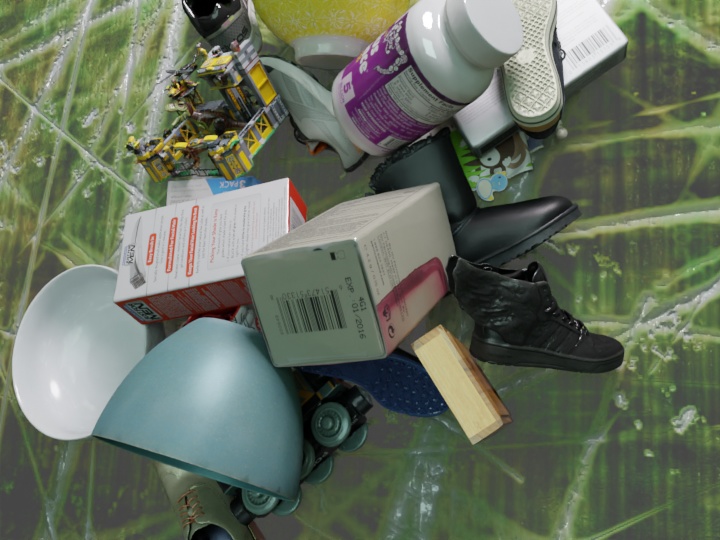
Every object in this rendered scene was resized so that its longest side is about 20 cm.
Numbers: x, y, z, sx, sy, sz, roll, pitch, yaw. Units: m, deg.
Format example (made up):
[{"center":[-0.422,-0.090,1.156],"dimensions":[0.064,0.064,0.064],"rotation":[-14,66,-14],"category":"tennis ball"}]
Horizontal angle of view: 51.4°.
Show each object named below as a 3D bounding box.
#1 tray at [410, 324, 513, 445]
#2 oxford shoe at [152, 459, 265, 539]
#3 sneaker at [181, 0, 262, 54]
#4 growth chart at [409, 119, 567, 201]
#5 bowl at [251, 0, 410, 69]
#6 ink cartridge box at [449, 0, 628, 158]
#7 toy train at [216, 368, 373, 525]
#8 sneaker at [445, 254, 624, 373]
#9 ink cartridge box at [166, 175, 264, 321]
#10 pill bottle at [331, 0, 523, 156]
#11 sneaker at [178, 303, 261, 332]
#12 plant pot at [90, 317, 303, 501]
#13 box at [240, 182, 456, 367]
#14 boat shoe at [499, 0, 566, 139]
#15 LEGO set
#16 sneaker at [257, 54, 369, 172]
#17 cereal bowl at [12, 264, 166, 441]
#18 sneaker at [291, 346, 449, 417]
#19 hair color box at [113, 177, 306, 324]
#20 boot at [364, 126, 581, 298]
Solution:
[{"center":[0.105,0.113,0.726],"dimensions":[0.037,0.200,0.099],"rotation":[-34,74,6],"category":"tray"},{"center":[-0.175,0.264,0.836],"dimensions":[0.071,0.074,0.200],"rotation":[-45,73,3],"category":"oxford shoe"},{"center":[-0.178,-0.338,0.921],"dimensions":[0.073,0.087,0.202],"rotation":[-29,54,13],"category":"sneaker"},{"center":[0.136,-0.154,0.864],"dimensions":[0.198,0.018,0.146],"rotation":[-29,75,8],"category":"growth chart"},{"center":[-0.034,-0.291,0.848],"dimensions":[0.197,0.200,0.110],"rotation":[1,93,14],"category":"bowl"},{"center":[0.166,-0.255,0.841],"dimensions":[0.199,0.044,0.175],"rotation":[-33,74,8],"category":"ink cartridge box"},{"center":[-0.080,0.184,0.826],"dimensions":[0.200,0.085,0.114],"rotation":[-44,64,3],"category":"toy train"},{"center":[0.179,0.042,0.752],"dimensions":[0.197,0.060,0.106],"rotation":[4,103,-8],"category":"sneaker"},{"center":[-0.170,-0.003,0.886],"dimensions":[0.113,0.068,0.203],"rotation":[-2,79,15],"category":"ink cartridge box"},{"center":[0.066,-0.207,0.768],"dimensions":[0.199,0.111,0.114],"rotation":[-28,70,47],"category":"pill bottle"},{"center":[-0.185,0.108,0.839],"dimensions":[0.200,0.068,0.108],"rotation":[-28,119,14],"category":"sneaker"},{"center":[-0.137,0.126,0.721],"dimensions":[0.197,0.201,0.136],"rotation":[11,69,16],"category":"plant pot"},{"center":[0.000,0.000,0.724],"dimensions":[0.126,0.200,0.110],"rotation":[-9,105,30],"category":"box"},{"center":[0.176,-0.226,0.782],"dimensions":[0.074,0.062,0.203],"rotation":[-10,65,18],"category":"boat shoe"},{"center":[-0.188,-0.186,0.853],"dimensions":[0.198,0.117,0.154],"rotation":[11,52,43],"category":"LEGO set"},{"center":[-0.065,-0.191,0.894],"dimensions":[0.199,0.074,0.080],"rotation":[36,96,18],"category":"sneaker"},{"center":[-0.310,0.100,0.889],"dimensions":[0.197,0.083,0.203],"rotation":[-5,75,21],"category":"cereal bowl"},{"center":[0.010,0.088,0.806],"dimensions":[0.198,0.078,0.071],"rotation":[24,121,-7],"category":"sneaker"},{"center":[-0.158,-0.019,0.803],"dimensions":[0.197,0.064,0.112],"rotation":[-10,59,13],"category":"hair color box"},{"center":[0.116,-0.077,0.810],"dimensions":[0.197,0.073,0.164],"rotation":[-29,86,18],"category":"boot"}]
